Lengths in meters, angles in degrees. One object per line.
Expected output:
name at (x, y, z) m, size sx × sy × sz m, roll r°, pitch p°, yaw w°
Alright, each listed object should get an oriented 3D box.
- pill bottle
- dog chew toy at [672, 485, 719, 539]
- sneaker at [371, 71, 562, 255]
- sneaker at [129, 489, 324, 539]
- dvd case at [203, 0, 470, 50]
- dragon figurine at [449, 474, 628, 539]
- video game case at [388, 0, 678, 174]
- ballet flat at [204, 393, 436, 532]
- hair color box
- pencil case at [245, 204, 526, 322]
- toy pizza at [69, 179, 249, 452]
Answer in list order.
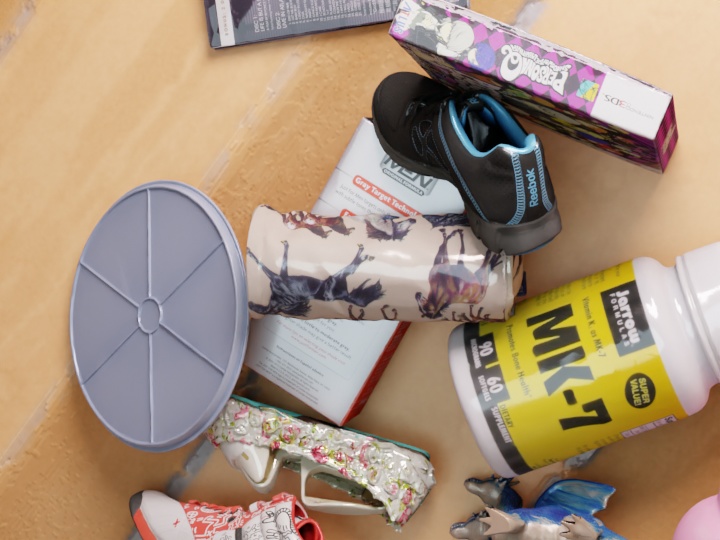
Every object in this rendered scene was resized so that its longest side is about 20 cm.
pill bottle at (0.170, 0.059, 1.204) m, size 0.199 × 0.114 × 0.115 m, roll -22°, pitch 88°, yaw 14°
dog chew toy at (0.269, 0.194, 1.188) m, size 0.125 × 0.124 × 0.200 m, roll 46°, pitch 111°, yaw 8°
sneaker at (0.071, -0.094, 1.164) m, size 0.073 × 0.200 × 0.082 m, roll -24°, pitch 131°, yaw -19°
sneaker at (-0.090, 0.196, 1.271) m, size 0.108 × 0.201 × 0.067 m, roll -40°, pitch 125°, yaw -5°
dvd case at (-0.025, -0.251, 1.285) m, size 0.199 × 0.016 × 0.150 m, roll -7°, pitch 93°, yaw 14°
dragon figurine at (0.145, 0.181, 1.216) m, size 0.199 × 0.099 × 0.059 m, roll 2°, pitch 102°, yaw 26°
video game case at (0.121, -0.121, 1.160) m, size 0.180 × 0.200 × 0.036 m, roll 23°, pitch 91°, yaw 11°
ballet flat at (-0.044, 0.139, 1.279) m, size 0.199 × 0.076 × 0.064 m, roll 15°, pitch 69°, yaw 14°
hair color box at (0.000, 0.000, 1.270) m, size 0.101 × 0.061 × 0.201 m, roll 32°, pitch 101°, yaw 9°
pencil case at (0.013, -0.007, 1.196) m, size 0.199 × 0.090 × 0.078 m, roll 0°, pitch 123°, yaw 12°
toy pizza at (-0.145, 0.034, 1.295) m, size 0.199 × 0.032 × 0.201 m, roll -5°, pitch 83°, yaw 43°
